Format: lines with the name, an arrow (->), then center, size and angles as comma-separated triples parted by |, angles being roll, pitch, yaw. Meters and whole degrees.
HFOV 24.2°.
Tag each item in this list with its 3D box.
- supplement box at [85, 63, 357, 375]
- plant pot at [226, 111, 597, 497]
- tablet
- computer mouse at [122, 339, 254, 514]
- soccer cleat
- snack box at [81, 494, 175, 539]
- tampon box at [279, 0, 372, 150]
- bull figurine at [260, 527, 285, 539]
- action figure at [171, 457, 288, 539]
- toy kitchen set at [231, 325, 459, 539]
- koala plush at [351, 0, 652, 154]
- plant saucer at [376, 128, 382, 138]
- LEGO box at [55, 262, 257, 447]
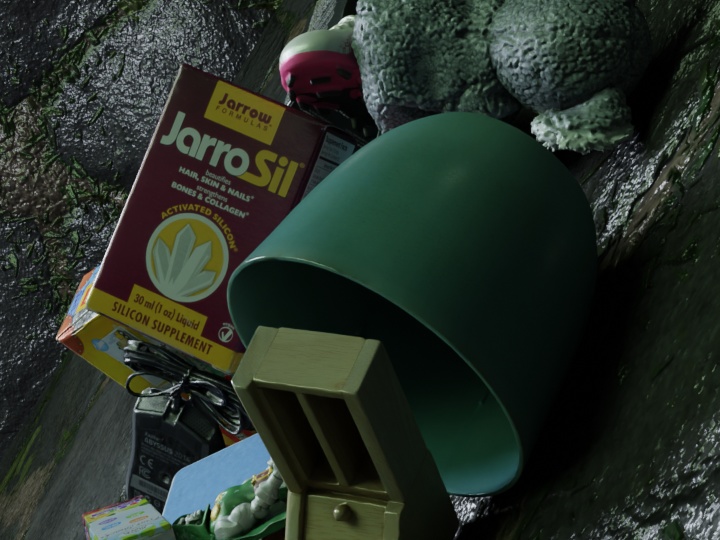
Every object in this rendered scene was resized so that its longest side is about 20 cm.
supplement box -> -0.104, -0.037, 1.290 | 0.103, 0.130, 0.202 | 10, -78, -77
plant pot -> 0.048, 0.006, 0.987 | 0.161, 0.200, 0.200 | -53, 9, -27
tablet -> -0.076, 0.163, 1.303 | 0.199, 0.014, 0.131 | -27, 26, 22
computer mouse -> -0.148, 0.154, 1.450 | 0.053, 0.137, 0.202 | -41, -29, -51
soccer cleat -> -0.010, -0.159, 1.250 | 0.200, 0.069, 0.088 | 24, -119, -68
snack box -> -0.131, 0.262, 1.124 | 0.052, 0.202, 0.142 | -17, 4, -16
tampon box -> 0.025, -0.189, 1.541 | 0.126, 0.149, 0.201 | -50, 17, 36
bull figurine -> -0.050, 0.209, 1.131 | 0.120, 0.066, 0.200 | -27, 6, -2
action figure -> -0.040, 0.139, 1.135 | 0.199, 0.055, 0.118 | -30, 8, 7
toy kitchen set -> -0.069, 0.164, 0.943 | 0.161, 0.181, 0.201 | 5, 50, 27
koala plush -> 0.114, -0.146, 1.142 | 0.199, 0.183, 0.180 | 7, 82, 49
plant saucer -> 0.057, -0.090, 1.299 | 0.200, 0.036, 0.203 | 10, -90, -72
LEGO box -> -0.139, 0.063, 1.467 | 0.148, 0.199, 0.078 | -29, 32, 43
